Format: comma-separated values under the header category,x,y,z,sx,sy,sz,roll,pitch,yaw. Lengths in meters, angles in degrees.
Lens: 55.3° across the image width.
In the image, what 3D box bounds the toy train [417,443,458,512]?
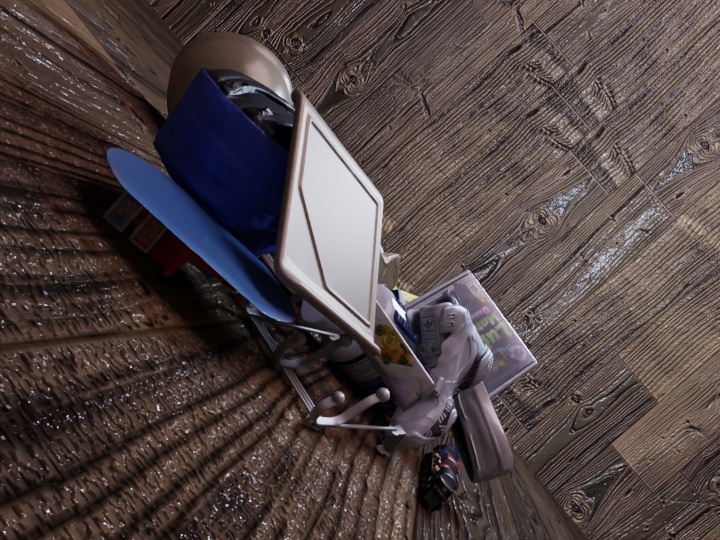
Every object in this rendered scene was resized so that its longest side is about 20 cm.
category,x,y,z,sx,sy,sz,roll,pitch,yaw
toy train,0.096,0.241,0.827,0.034,0.046,0.200,49,3,7

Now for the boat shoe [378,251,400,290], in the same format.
category,x,y,z,sx,sy,sz,roll,pitch,yaw
boat shoe,0.000,0.000,0.986,0.068,0.075,0.200,8,0,19

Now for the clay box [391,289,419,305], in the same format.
category,x,y,z,sx,sy,sz,roll,pitch,yaw
clay box,0.083,0.102,1.128,0.199,0.047,0.117,19,64,-65

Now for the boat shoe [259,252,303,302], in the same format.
category,x,y,z,sx,sy,sz,roll,pitch,yaw
boat shoe,-0.112,-0.038,0.955,0.201,0.065,0.073,50,2,-11

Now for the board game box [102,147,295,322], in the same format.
category,x,y,z,sx,sy,sz,roll,pitch,yaw
board game box,-0.138,-0.016,0.567,0.200,0.039,0.158,44,4,-13

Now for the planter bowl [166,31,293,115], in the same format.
category,x,y,z,sx,sy,sz,roll,pitch,yaw
planter bowl,-0.207,-0.236,1.049,0.200,0.198,0.136,47,31,-34

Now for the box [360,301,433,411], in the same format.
category,x,y,z,sx,sy,sz,roll,pitch,yaw
box,0.006,0.054,0.735,0.201,0.038,0.042,55,-11,18

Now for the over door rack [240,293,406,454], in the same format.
category,x,y,z,sx,sy,sz,roll,pitch,yaw
over door rack,-0.024,0.094,0.688,0.148,0.066,0.200,53,5,30

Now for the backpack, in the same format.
category,x,y,z,sx,sy,sz,roll,pitch,yaw
backpack,-0.117,-0.100,0.721,0.162,0.169,0.200,40,7,16

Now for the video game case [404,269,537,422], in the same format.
category,x,y,z,sx,sy,sz,roll,pitch,yaw
video game case,0.141,0.112,1.018,0.183,0.198,0.023,55,-30,16

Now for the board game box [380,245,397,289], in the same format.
category,x,y,z,sx,sy,sz,roll,pitch,yaw
board game box,-0.003,0.018,1.106,0.137,0.044,0.200,69,23,-1

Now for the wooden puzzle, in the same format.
category,x,y,z,sx,sy,sz,roll,pitch,yaw
wooden puzzle,-0.028,-0.039,0.655,0.185,0.037,0.203,45,39,-54

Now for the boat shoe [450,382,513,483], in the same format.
category,x,y,z,sx,sy,sz,roll,pitch,yaw
boat shoe,0.132,0.186,0.925,0.072,0.067,0.203,115,-44,-65

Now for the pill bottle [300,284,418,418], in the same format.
category,x,y,z,sx,sy,sz,roll,pitch,yaw
pill bottle,0.020,0.091,0.875,0.200,0.115,0.116,49,3,-28

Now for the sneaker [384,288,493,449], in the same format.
category,x,y,z,sx,sy,sz,roll,pitch,yaw
sneaker,0.079,0.110,0.804,0.074,0.199,0.116,-8,-68,45
